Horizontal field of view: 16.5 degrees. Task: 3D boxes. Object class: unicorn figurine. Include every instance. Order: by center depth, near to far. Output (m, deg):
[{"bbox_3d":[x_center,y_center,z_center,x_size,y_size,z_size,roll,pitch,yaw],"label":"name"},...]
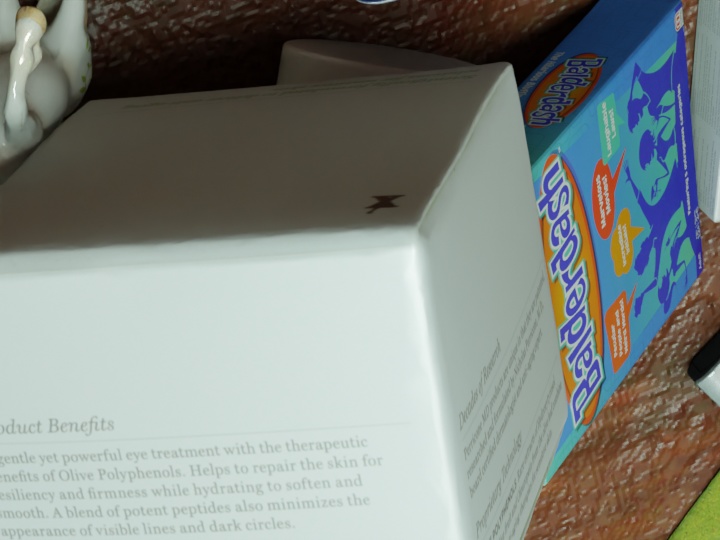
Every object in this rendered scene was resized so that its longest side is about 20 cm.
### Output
[{"bbox_3d":[-0.154,-0.069,1.041,0.074,0.200,0.138,23,130,17],"label":"unicorn figurine"}]

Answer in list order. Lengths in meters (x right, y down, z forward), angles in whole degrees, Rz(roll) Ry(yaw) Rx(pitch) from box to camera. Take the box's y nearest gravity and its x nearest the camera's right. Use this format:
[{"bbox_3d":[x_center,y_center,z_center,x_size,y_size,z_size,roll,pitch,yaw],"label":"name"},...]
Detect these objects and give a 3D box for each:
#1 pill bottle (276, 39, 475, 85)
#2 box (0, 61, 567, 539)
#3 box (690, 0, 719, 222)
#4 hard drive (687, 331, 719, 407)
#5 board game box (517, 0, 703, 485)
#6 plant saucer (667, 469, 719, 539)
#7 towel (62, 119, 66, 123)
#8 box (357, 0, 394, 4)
[{"bbox_3d":[0.000,0.000,1.149,0.113,0.114,0.201,4,101,-22],"label":"pill bottle"},{"bbox_3d":[-0.037,0.032,0.987,0.198,0.200,0.172,-4,112,16],"label":"box"},{"bbox_3d":[0.190,-0.123,1.215,0.038,0.041,0.201,-7,117,-16],"label":"box"},{"bbox_3d":[0.291,0.071,1.320,0.200,0.033,0.140,42,95,-14],"label":"hard drive"},{"bbox_3d":[0.101,-0.019,1.160,0.200,0.045,0.153,-47,136,-47],"label":"board game box"},{"bbox_3d":[0.230,0.231,1.403,0.199,0.048,0.200,28,104,-29],"label":"plant saucer"},{"bbox_3d":[-0.169,-0.023,1.147,0.199,0.018,0.087,-9,117,-15],"label":"towel"},{"bbox_3d":[0.075,-0.171,1.100,0.199,0.121,0.033,-16,121,-12],"label":"box"}]
